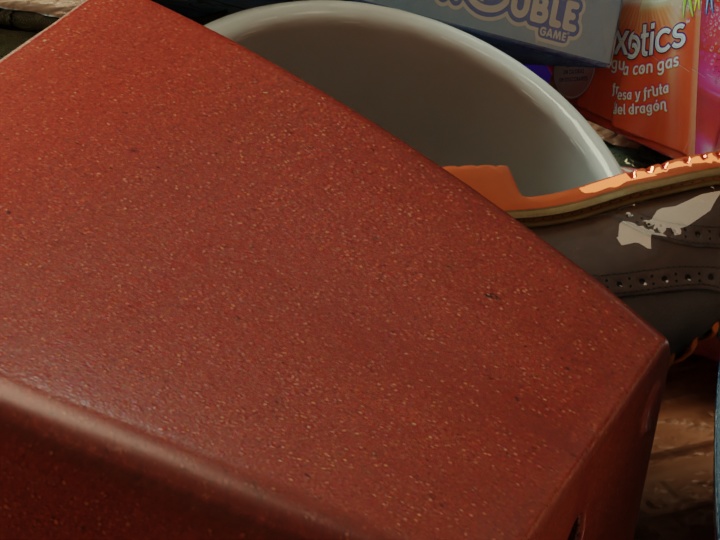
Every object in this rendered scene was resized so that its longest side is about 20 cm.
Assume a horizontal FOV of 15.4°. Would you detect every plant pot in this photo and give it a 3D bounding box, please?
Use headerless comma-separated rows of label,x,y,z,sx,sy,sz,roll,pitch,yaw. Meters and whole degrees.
plant pot,-0.034,0.073,0.647,0.176,0.200,0.200,18,31,16

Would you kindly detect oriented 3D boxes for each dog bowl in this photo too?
dog bowl,0.000,0.000,0.821,0.199,0.059,0.201,9,52,-11

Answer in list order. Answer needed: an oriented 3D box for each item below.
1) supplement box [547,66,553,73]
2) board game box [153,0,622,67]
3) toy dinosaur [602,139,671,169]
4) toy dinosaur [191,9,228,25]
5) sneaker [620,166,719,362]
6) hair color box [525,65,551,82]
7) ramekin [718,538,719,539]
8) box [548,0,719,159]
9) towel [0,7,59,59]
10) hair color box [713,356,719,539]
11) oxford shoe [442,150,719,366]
supplement box,0.085,-0.164,1.020,0.101,0.200,0.104,-25,55,9
board game box,-0.044,-0.113,0.941,0.200,0.044,0.199,11,-1,-34
toy dinosaur,0.072,-0.041,1.032,0.088,0.048,0.200,-5,20,-44
toy dinosaur,-0.073,0.005,0.884,0.102,0.077,0.200,12,56,37
sneaker,0.136,-0.001,0.908,0.200,0.074,0.087,19,12,28
hair color box,0.158,-0.131,1.196,0.109,0.065,0.200,10,30,28
ramekin,0.137,0.125,0.564,0.202,0.095,0.202,8,21,-3
box,0.179,-0.085,0.977,0.200,0.100,0.095,5,15,-38
towel,-0.124,-0.085,1.039,0.199,0.035,0.193,11,-4,19
hair color box,0.143,0.042,0.694,0.100,0.061,0.200,0,-15,6
oxford shoe,0.076,0.010,0.768,0.199,0.073,0.071,-5,-19,-14
